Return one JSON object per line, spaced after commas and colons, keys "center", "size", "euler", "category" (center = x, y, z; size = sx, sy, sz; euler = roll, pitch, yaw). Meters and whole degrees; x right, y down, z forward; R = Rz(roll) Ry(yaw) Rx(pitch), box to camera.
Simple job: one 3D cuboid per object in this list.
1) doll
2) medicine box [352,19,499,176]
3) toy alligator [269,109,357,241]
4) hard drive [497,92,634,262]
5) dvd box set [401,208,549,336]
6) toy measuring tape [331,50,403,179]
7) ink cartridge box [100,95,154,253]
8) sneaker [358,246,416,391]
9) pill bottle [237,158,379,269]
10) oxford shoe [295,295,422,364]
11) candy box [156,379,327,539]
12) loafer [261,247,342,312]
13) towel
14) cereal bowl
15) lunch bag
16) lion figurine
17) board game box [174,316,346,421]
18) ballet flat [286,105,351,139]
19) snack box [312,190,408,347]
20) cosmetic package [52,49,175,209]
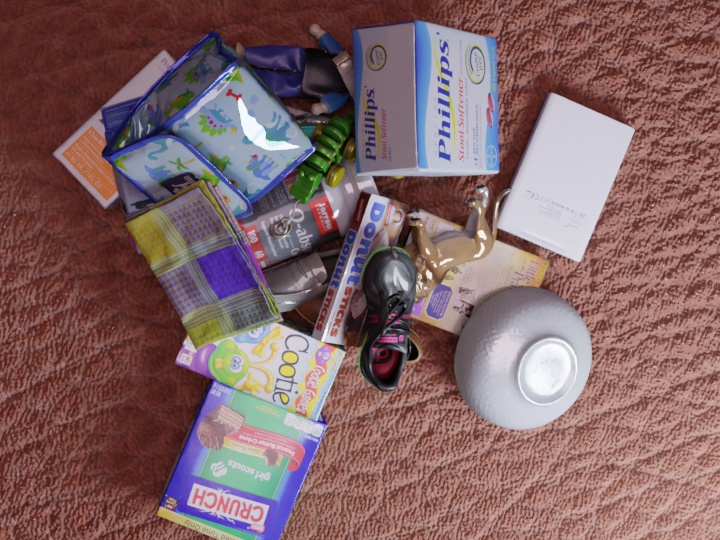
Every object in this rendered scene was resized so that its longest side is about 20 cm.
{"center": [-0.068, -0.270, 1.355], "size": [0.200, 0.048, 0.137], "euler": [5, 70, -6], "category": "doll"}
{"center": [0.087, -0.213, 1.296], "size": [0.103, 0.200, 0.183], "euler": [1, 95, 36], "category": "medicine box"}
{"center": [-0.057, -0.128, 1.258], "size": [0.059, 0.054, 0.200], "euler": [29, 76, 13], "category": "toy alligator"}
{"center": [0.284, -0.130, 1.410], "size": [0.132, 0.025, 0.200], "euler": [22, 91, -6], "category": "hard drive"}
{"center": [0.145, 0.017, 1.403], "size": [0.200, 0.029, 0.147], "euler": [20, 91, -5], "category": "dvd box set"}
{"center": [0.009, -0.207, 1.344], "size": [0.074, 0.074, 0.200], "euler": [-32, 119, -3], "category": "toy measuring tape"}
{"center": [-0.254, -0.128, 1.292], "size": [0.119, 0.042, 0.200], "euler": [-21, 126, -21], "category": "ink cartridge box"}
{"center": [0.041, 0.064, 1.285], "size": [0.077, 0.084, 0.200], "euler": [-4, 113, -13], "category": "sneaker"}
{"center": [-0.080, -0.083, 1.334], "size": [0.200, 0.116, 0.116], "euler": [-22, 95, -3], "category": "pill bottle"}
{"center": [-0.001, 0.069, 1.374], "size": [0.200, 0.071, 0.071], "euler": [25, 93, -4], "category": "oxford shoe"}
{"center": [-0.161, 0.262, 1.367], "size": [0.169, 0.077, 0.200], "euler": [23, 92, -7], "category": "candy box"}
{"center": [-0.068, 0.005, 1.333], "size": [0.200, 0.070, 0.070], "euler": [-14, 51, -28], "category": "loafer"}
{"center": [-0.194, -0.004, 1.232], "size": [0.143, 0.023, 0.200], "euler": [-18, 108, 26], "category": "towel"}
{"center": [0.232, 0.125, 1.364], "size": [0.200, 0.083, 0.200], "euler": [-4, 101, -22], "category": "cereal bowl"}
{"center": [-0.185, -0.153, 1.220], "size": [0.200, 0.127, 0.170], "euler": [-39, 131, 6], "category": "lunch bag"}
{"center": [0.121, -0.031, 1.348], "size": [0.200, 0.072, 0.123], "euler": [-18, 111, -9], "category": "lion figurine"}
{"center": [-0.132, 0.109, 1.347], "size": [0.200, 0.103, 0.105], "euler": [23, 91, -6], "category": "board game box"}
{"center": [-0.113, -0.187, 1.350], "size": [0.200, 0.072, 0.072], "euler": [-12, 94, -14], "category": "ballet flat"}
{"center": [0.000, 0.000, 1.306], "size": [0.072, 0.024, 0.200], "euler": [13, 98, -43], "category": "snack box"}
{"center": [-0.294, -0.184, 1.331], "size": [0.200, 0.071, 0.101], "euler": [-44, 96, -2], "category": "cosmetic package"}
